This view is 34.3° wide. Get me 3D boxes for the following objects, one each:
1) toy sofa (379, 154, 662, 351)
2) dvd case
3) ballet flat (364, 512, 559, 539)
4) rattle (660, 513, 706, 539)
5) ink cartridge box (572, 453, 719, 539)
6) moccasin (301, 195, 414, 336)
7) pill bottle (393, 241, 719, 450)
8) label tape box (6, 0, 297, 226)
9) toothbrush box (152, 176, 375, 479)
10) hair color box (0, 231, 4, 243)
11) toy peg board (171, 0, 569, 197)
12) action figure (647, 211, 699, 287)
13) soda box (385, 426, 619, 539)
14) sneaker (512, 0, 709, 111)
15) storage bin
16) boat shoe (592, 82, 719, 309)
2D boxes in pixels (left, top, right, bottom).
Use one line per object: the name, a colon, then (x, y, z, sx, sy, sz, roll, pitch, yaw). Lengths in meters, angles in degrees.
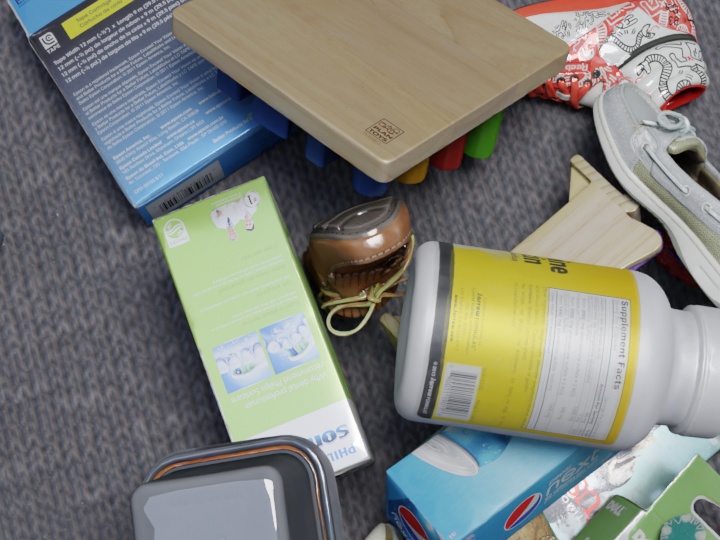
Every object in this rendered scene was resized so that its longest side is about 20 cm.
toy sofa: (0.121, 0.023, 0.839, 0.200, 0.083, 0.098, -40, 61, -6)
dvd case: (0.148, 0.135, 0.861, 0.199, 0.022, 0.146, -38, 81, -4)
ballet flat: (0.044, 0.207, 0.826, 0.198, 0.071, 0.066, -15, 59, 11)
rattle: (0.172, 0.245, 0.712, 0.199, 0.143, 0.131, -28, 80, 0)
ink cartridge box: (0.190, 0.229, 0.811, 0.104, 0.059, 0.200, 44, 86, -6)
moccasin: (-0.002, 0.001, 0.798, 0.073, 0.201, 0.078, -20, 85, -17)
pill bottle: (0.124, 0.050, 0.721, 0.198, 0.112, 0.113, 8, 80, -2)
label tape box: (-0.160, -0.159, 0.902, 0.143, 0.066, 0.201, -33, 78, -5)
toothbrush box: (-0.063, 0.055, 0.818, 0.085, 0.146, 0.202, -22, 81, -2)
hair color box: (-0.386, -0.016, 0.883, 0.198, 0.061, 0.100, 16, 81, 5)
toy peg board: (0.004, -0.130, 0.822, 0.199, 0.098, 0.199, 37, 51, 25)
action figure: (0.285, 0.010, 0.844, 0.065, 0.099, 0.200, -43, 79, -7)
soda box: (0.113, 0.118, 0.786, 0.199, 0.064, 0.068, -32, 58, -21)
sneaker: (0.166, -0.148, 0.889, 0.199, 0.067, 0.109, -17, 77, -4)
storage bin: (-0.078, 0.194, 0.651, 0.144, 0.134, 0.202, -8, 78, 0)
boat shoe: (0.230, -0.058, 0.796, 0.065, 0.074, 0.203, -50, 51, 34)
